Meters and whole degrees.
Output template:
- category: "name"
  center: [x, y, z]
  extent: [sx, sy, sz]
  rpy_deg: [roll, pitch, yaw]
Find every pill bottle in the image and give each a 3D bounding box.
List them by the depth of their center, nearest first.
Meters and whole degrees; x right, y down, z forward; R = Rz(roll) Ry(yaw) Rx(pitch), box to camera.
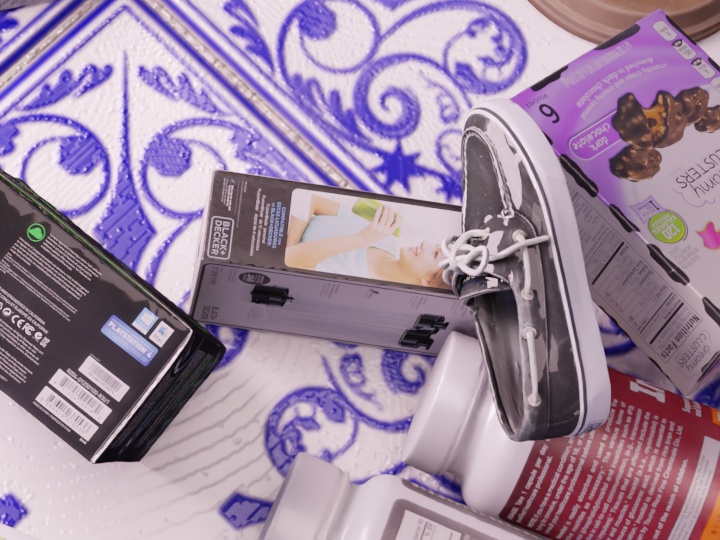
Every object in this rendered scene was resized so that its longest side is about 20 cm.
- category: "pill bottle"
  center: [0.036, 0.187, 1.245]
  extent: [0.200, 0.114, 0.114]
  rpy_deg: [24, 70, -1]
- category: "pill bottle"
  center: [0.132, 0.111, 1.285]
  extent: [0.199, 0.113, 0.113]
  rpy_deg: [21, 70, -2]

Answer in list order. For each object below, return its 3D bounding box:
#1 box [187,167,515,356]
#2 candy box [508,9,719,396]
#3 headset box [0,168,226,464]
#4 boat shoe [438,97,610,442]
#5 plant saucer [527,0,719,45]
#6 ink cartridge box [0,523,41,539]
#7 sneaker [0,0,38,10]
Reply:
- category: "box"
  center: [0.000, 0.000, 1.300]
  extent: [0.199, 0.117, 0.060]
  rpy_deg: [8, 69, -5]
- category: "candy box"
  center: [0.194, -0.046, 1.328]
  extent: [0.200, 0.072, 0.168]
  rpy_deg: [46, 49, 14]
- category: "headset box"
  center: [-0.176, 0.023, 1.226]
  extent: [0.174, 0.200, 0.093]
  rpy_deg: [38, 87, 5]
- category: "boat shoe"
  center: [0.081, 0.000, 1.212]
  extent: [0.068, 0.074, 0.200]
  rpy_deg: [-8, 81, -27]
- category: "plant saucer"
  center: [0.186, -0.245, 1.453]
  extent: [0.199, 0.029, 0.201]
  rpy_deg: [3, 71, -7]
- category: "ink cartridge box"
  center: [-0.230, 0.195, 1.229]
  extent: [0.199, 0.059, 0.104]
  rpy_deg: [23, 71, -1]
- category: "sneaker"
  center: [-0.270, -0.222, 1.352]
  extent: [0.200, 0.073, 0.115]
  rpy_deg: [-9, 71, -11]
